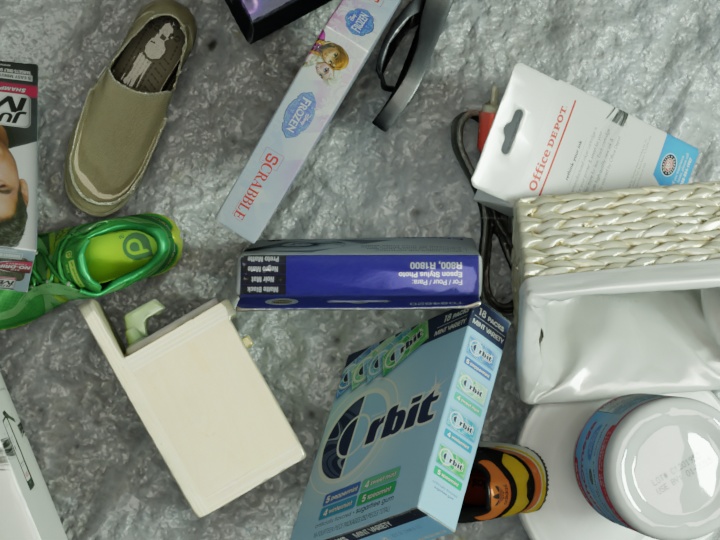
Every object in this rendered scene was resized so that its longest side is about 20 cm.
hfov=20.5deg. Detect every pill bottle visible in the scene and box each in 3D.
[{"bbox_3d":[0.227,0.151,1.561,0.108,0.200,0.109,0,87,-4],"label":"pill bottle"}]

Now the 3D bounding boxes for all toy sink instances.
[{"bbox_3d":[-0.136,0.090,1.667,0.112,0.130,0.201,-30,89,-5],"label":"toy sink"}]

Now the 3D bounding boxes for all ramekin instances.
[{"bbox_3d":[0.223,0.174,1.708,0.201,0.094,0.203,0,87,-4],"label":"ramekin"}]

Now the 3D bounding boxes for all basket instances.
[{"bbox_3d":[0.221,0.016,1.630,0.199,0.136,0.124,-4,46,-2],"label":"basket"}]

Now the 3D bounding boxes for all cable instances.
[{"bbox_3d":[0.119,-0.063,1.730,0.097,0.050,0.201,10,86,-10],"label":"cable"}]

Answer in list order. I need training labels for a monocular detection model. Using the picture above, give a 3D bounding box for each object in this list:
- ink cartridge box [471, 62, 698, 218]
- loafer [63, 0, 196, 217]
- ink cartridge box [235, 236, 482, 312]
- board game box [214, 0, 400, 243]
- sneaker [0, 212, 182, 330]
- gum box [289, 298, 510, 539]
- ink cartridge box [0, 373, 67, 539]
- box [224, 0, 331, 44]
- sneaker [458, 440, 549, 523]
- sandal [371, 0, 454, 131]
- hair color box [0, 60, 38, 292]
[{"bbox_3d":[0.176,-0.089,1.694,0.199,0.068,0.116,23,85,-27],"label":"ink cartridge box"},{"bbox_3d":[-0.200,-0.143,1.702,0.075,0.068,0.201,21,86,-3],"label":"loafer"},{"bbox_3d":[0.000,0.000,1.637,0.199,0.200,0.041,-1,97,1],"label":"ink cartridge box"},{"bbox_3d":[-0.032,-0.147,1.612,0.041,0.200,0.200,31,121,-3],"label":"board game box"},{"bbox_3d":[-0.249,-0.006,1.685,0.199,0.084,0.074,-20,89,-3],"label":"sneaker"},{"bbox_3d":[0.031,0.136,1.620,0.044,0.170,0.201,35,52,-24],"label":"gum box"},{"bbox_3d":[-0.351,0.172,1.661,0.145,0.084,0.201,-21,90,5],"label":"ink cartridge box"},{"bbox_3d":[-0.077,-0.318,1.702,0.148,0.104,0.201,-30,90,-6],"label":"box"},{"bbox_3d":[0.052,0.172,1.655,0.199,0.090,0.070,-1,91,35],"label":"sneaker"},{"bbox_3d":[0.047,-0.211,1.726,0.043,0.076,0.201,23,76,-5],"label":"sandal"},{"bbox_3d":[-0.317,-0.083,1.637,0.099,0.061,0.201,5,53,-16],"label":"hair color box"}]
